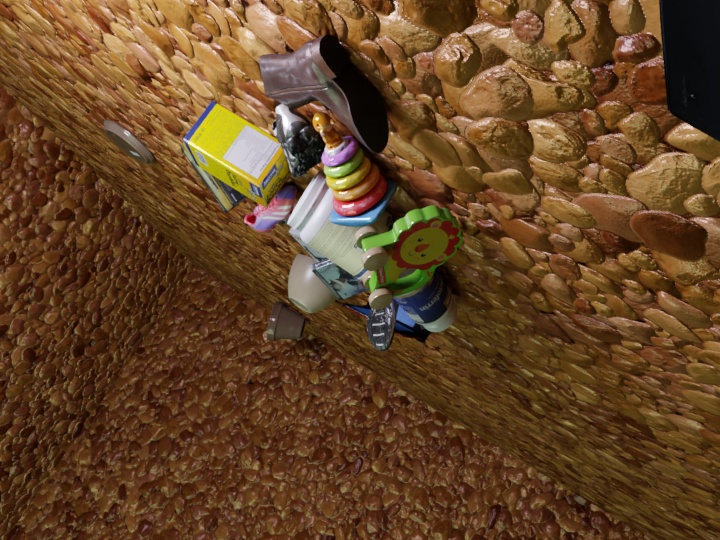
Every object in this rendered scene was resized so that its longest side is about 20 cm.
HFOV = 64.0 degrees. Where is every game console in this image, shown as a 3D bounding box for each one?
[{"bbox_3d":[0.086,0.088,1.438,0.197,0.173,0.120,24,154,32],"label":"game console"}]

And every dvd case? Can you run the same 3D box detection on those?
[{"bbox_3d":[0.000,0.000,1.385,0.196,0.022,0.146,-18,139,21],"label":"dvd case"}]

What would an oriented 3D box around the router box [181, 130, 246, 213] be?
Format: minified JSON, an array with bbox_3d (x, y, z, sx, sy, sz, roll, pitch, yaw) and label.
[{"bbox_3d":[-0.364,-0.250,1.440,0.202,0.052,0.157,56,160,-10],"label":"router box"}]

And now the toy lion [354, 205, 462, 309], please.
[{"bbox_3d":[0.091,-0.029,1.041,0.202,0.187,0.070,80,174,-53],"label":"toy lion"}]

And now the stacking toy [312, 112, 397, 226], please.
[{"bbox_3d":[-0.029,-0.184,0.986,0.114,0.111,0.202,2,137,38],"label":"stacking toy"}]

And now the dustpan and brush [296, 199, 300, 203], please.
[{"bbox_3d":[-0.033,-0.113,1.293,0.138,0.058,0.201,-10,129,51],"label":"dustpan and brush"}]

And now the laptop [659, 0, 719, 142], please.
[{"bbox_3d":[0.334,-0.170,0.414,0.195,0.118,0.188,-11,143,26],"label":"laptop"}]

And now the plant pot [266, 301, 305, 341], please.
[{"bbox_3d":[-0.381,0.283,2.997,0.170,0.205,0.201,14,164,2],"label":"plant pot"}]

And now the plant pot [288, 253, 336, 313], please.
[{"bbox_3d":[-0.167,0.060,1.926,0.198,0.136,0.201,31,165,10],"label":"plant pot"}]

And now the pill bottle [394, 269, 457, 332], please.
[{"bbox_3d":[0.138,0.049,1.290,0.114,0.117,0.200,19,160,42],"label":"pill bottle"}]

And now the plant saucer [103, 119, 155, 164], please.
[{"bbox_3d":[-0.779,-0.425,1.932,0.197,0.030,0.201,31,164,10],"label":"plant saucer"}]

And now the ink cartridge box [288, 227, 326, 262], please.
[{"bbox_3d":[-0.066,-0.059,1.446,0.145,0.084,0.200,19,159,43],"label":"ink cartridge box"}]

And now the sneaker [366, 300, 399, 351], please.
[{"bbox_3d":[0.064,0.085,1.323,0.073,0.206,0.079,-9,156,36],"label":"sneaker"}]

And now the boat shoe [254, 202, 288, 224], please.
[{"bbox_3d":[-0.247,-0.171,1.521,0.070,0.064,0.201,25,162,28],"label":"boat shoe"}]

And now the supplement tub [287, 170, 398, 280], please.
[{"bbox_3d":[-0.032,-0.089,1.148,0.198,0.147,0.145,33,165,-13],"label":"supplement tub"}]

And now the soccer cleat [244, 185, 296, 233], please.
[{"bbox_3d":[-0.219,-0.151,1.413,0.075,0.068,0.199,16,152,-27],"label":"soccer cleat"}]

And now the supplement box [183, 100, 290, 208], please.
[{"bbox_3d":[-0.257,-0.245,1.228,0.197,0.110,0.110,32,165,9],"label":"supplement box"}]

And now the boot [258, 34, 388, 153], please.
[{"bbox_3d":[-0.062,-0.256,0.873,0.198,0.064,0.188,8,137,52],"label":"boot"}]

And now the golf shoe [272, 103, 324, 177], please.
[{"bbox_3d":[-0.114,-0.239,1.054,0.096,0.077,0.200,56,171,7],"label":"golf shoe"}]
